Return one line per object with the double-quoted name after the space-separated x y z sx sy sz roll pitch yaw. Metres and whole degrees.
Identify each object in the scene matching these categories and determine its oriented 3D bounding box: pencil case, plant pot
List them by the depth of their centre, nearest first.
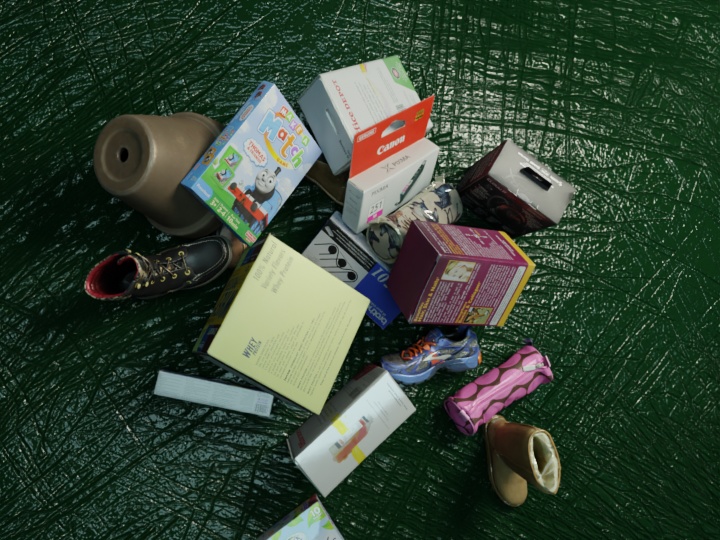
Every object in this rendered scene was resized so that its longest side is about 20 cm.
-0.305 -0.161 0.877 0.195 0.174 0.206 -1 86 20 "plant pot"
0.095 -0.088 0.992 0.199 0.077 0.091 -34 101 -38 "pencil case"
0.249 0.214 1.026 0.198 0.094 0.092 -32 90 -10 "pencil case"

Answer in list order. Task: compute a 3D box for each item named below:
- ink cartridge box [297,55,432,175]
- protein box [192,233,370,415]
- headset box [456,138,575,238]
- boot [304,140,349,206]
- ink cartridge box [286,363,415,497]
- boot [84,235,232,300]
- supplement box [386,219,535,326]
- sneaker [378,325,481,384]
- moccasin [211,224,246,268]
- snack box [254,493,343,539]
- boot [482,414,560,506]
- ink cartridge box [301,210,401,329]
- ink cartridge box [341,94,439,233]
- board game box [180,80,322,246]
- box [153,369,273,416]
0.010 -0.271 0.986 0.198 0.087 0.148 -30 92 -40 "ink cartridge box"
-0.127 0.088 0.912 0.198 0.134 0.202 33 71 -20 "protein box"
0.268 -0.138 1.003 0.147 0.200 0.076 34 81 -5 "headset box"
-0.036 -0.169 1.014 0.197 0.075 0.075 27 77 -10 "boot"
-0.020 0.257 0.948 0.199 0.145 0.084 -40 94 -10 "ink cartridge box"
-0.311 -0.003 0.887 0.196 0.150 0.075 -17 87 11 "boot"
0.161 0.008 0.928 0.196 0.104 0.133 5 123 -29 "supplement box"
0.122 0.141 1.010 0.195 0.075 0.080 -12 112 -20 "sneaker"
-0.212 -0.107 0.978 0.076 0.073 0.207 4 84 -31 "moccasin"
-0.079 0.511 0.962 0.141 0.053 0.202 -32 91 -12 "snack box"
0.275 0.340 0.965 0.065 0.200 0.179 -19 89 -11 "boot"
0.000 0.000 0.999 0.199 0.044 0.094 42 118 -5 "ink cartridge box"
0.059 -0.178 0.954 0.043 0.176 0.198 40 54 23 "ink cartridge box"
-0.161 -0.162 0.886 0.202 0.036 0.152 -55 139 -12 "board game box"
-0.244 0.207 0.963 0.195 0.039 0.043 13 82 -9 "box"
